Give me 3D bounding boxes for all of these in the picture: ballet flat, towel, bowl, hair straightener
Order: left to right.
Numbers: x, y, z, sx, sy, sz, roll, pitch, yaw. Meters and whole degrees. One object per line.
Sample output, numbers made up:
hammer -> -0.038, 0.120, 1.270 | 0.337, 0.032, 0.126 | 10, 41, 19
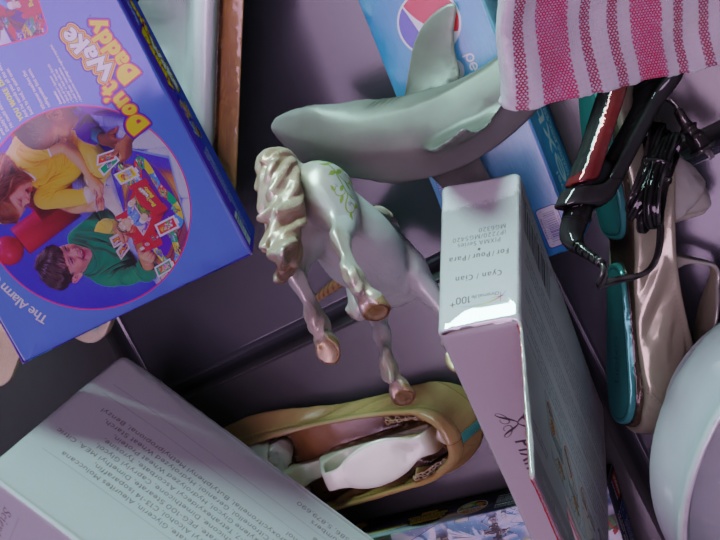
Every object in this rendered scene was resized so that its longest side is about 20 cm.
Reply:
ballet flat -> -0.027, 0.110, 0.990 | 0.199, 0.063, 0.069 | -21, 99, 18
ballet flat -> 0.156, -0.015, 0.919 | 0.069, 0.069, 0.201 | -4, 101, 15
hair straightener -> 0.150, -0.073, 0.858 | 0.077, 0.201, 0.041 | 29, 152, -19
towel -> 0.152, -0.159, 0.802 | 0.199, 0.030, 0.147 | -14, 118, -24
bowl -> 0.218, 0.083, 0.887 | 0.200, 0.090, 0.202 | -12, 117, -26

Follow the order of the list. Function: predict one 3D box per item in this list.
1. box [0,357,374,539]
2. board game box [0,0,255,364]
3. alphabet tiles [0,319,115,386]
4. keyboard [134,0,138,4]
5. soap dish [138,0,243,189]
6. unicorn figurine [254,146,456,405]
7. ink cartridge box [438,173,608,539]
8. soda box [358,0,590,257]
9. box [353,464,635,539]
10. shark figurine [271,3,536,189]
box -> -0.121, 0.196, 0.964 | 0.200, 0.131, 0.199 | 35, 127, 9
board game box -> -0.157, -0.072, 0.874 | 0.134, 0.045, 0.201 | -25, 106, 6
alphabet tiles -> -0.209, -0.044, 0.941 | 0.199, 0.015, 0.196 | 26, 106, 7
keyboard -> -0.201, -0.112, 0.897 | 0.104, 0.040, 0.200 | 40, 107, 2
soap dish -> -0.133, -0.152, 0.945 | 0.156, 0.081, 0.201 | 7, 104, 12
unicorn figurine -> 0.000, 0.000, 0.880 | 0.074, 0.200, 0.138 | -23, 53, 1
ink cartridge box -> 0.085, 0.083, 0.853 | 0.044, 0.177, 0.200 | -10, 138, 15
soda box -> 0.056, -0.101, 0.916 | 0.064, 0.068, 0.201 | -19, 98, 18
box -> 0.068, 0.201, 0.999 | 0.199, 0.040, 0.138 | -15, 99, 17
shark figurine -> 0.061, -0.096, 0.835 | 0.128, 0.090, 0.215 | 44, 112, 0
